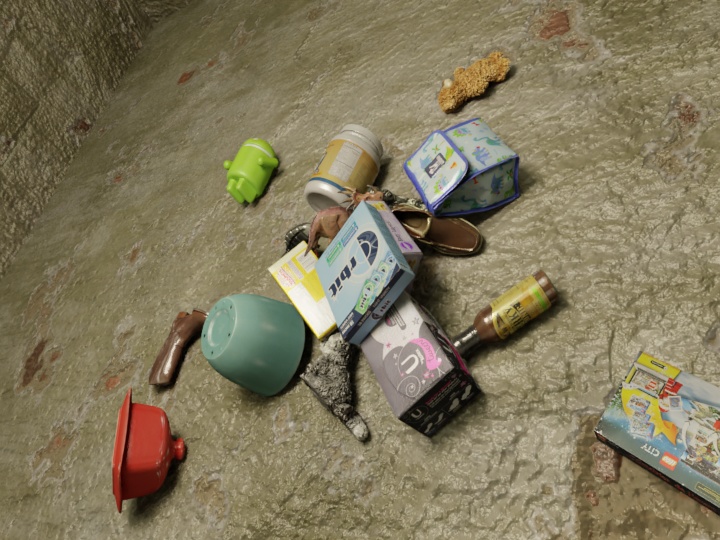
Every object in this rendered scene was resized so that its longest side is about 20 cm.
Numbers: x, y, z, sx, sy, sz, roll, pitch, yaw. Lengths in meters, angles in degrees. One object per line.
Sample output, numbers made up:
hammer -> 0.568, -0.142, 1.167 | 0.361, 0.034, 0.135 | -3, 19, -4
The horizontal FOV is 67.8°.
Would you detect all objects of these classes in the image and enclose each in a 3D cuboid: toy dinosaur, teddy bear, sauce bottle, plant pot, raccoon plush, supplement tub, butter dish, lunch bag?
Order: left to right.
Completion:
butter dish -> -0.456, 0.390, 1.166 | 0.204, 0.142, 0.204 | -103, 28, -43
plant pot -> -0.239, 0.143, 1.134 | 0.196, 0.159, 0.208 | -23, 55, 36
toy dinosaur -> -0.047, -0.107, 1.125 | 0.194, 0.139, 0.086 | -22, 46, -23
supplement tub -> -0.036, -0.234, 1.306 | 0.141, 0.145, 0.205 | 10, 64, 39
raccoon plush -> -0.021, 0.213, 1.039 | 0.133, 0.098, 0.200 | -41, 72, -18
lunch bag -> 0.201, -0.205, 1.098 | 0.194, 0.130, 0.173 | -22, 44, -3
teddy bear -> 0.273, -0.471, 1.311 | 0.194, 0.067, 0.149 | -18, 47, 24
sauce bottle -> 0.247, 0.081, 0.929 | 0.198, 0.065, 0.066 | -38, 44, 9

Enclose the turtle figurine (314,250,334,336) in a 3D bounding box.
turtle figurine -> -0.094, 0.047, 1.182 | 0.150, 0.101, 0.200 | -44, 51, 2

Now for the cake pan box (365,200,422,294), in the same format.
cake pan box -> 0.041, -0.005, 1.074 | 0.050, 0.205, 0.186 | -2, 38, -24

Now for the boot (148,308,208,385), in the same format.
boot -> -0.451, 0.202, 1.346 | 0.183, 0.064, 0.205 | -12, 48, 46

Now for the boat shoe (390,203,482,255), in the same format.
boat shoe -> 0.144, -0.079, 1.072 | 0.196, 0.074, 0.078 | 18, 101, 22

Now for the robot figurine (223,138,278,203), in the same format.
robot figurine -> -0.320, -0.300, 1.581 | 0.171, 0.116, 0.206 | 0, 58, 38

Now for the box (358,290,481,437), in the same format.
box -> 0.095, 0.156, 0.936 | 0.132, 0.114, 0.202 | -43, 44, 11

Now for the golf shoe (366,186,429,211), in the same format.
golf shoe -> 0.103, -0.127, 1.174 | 0.196, 0.087, 0.079 | 30, 103, 20

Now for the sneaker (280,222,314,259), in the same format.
sneaker -> -0.138, -0.065, 1.256 | 0.080, 0.075, 0.200 | -53, 2, -33

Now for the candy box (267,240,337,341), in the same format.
candy box -> -0.102, 0.039, 1.117 | 0.101, 0.027, 0.201 | -37, 65, -8

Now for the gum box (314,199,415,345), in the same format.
gum box -> 0.000, 0.000, 0.988 | 0.171, 0.044, 0.203 | -51, 40, 22

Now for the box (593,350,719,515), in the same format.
box -> 0.434, 0.215, 0.710 | 0.198, 0.038, 0.138 | 29, 78, 45
